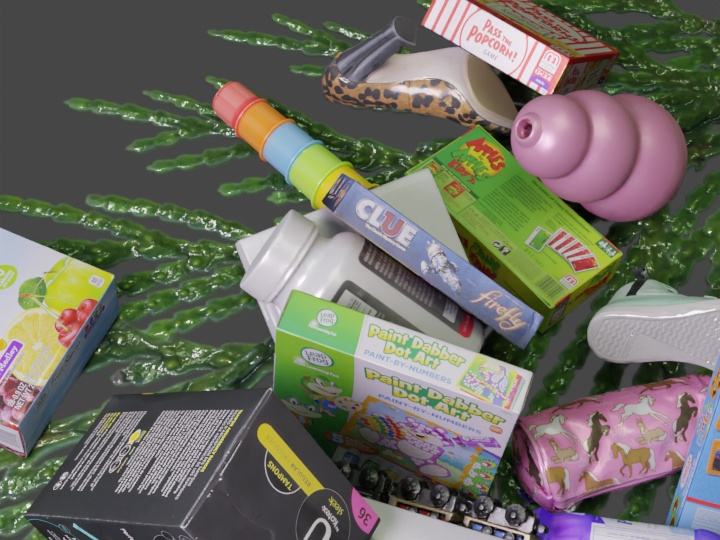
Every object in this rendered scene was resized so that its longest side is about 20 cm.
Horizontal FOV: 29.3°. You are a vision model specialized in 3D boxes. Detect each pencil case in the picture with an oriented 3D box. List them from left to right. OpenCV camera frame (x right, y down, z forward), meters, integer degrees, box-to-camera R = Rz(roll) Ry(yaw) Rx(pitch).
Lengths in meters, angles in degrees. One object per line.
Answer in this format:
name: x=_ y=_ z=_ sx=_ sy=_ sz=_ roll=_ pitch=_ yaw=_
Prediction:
pencil case: x=0.231 y=0.148 z=1.196 sx=0.199 sy=0.087 sz=0.083 roll=-13 pitch=15 yaw=-16

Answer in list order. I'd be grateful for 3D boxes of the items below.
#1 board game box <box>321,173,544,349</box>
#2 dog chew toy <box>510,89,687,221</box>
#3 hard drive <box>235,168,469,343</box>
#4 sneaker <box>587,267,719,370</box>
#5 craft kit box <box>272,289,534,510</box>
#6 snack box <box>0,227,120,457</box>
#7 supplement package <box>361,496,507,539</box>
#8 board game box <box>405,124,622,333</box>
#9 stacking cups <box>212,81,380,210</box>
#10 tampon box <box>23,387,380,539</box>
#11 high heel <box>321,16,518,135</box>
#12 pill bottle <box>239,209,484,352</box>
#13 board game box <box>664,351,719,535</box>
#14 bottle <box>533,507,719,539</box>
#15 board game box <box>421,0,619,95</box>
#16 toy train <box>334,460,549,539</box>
board game box: x=0.060 y=-0.011 z=1.207 sx=0.200 sy=0.135 sz=0.035 roll=36 pitch=92 yaw=-9
dog chew toy: x=0.222 y=-0.116 z=1.318 sx=0.199 sy=0.125 sz=0.125 roll=9 pitch=47 yaw=-42
hard drive: x=0.000 y=0.000 z=1.273 sx=0.199 sy=0.027 sz=0.132 roll=-22 pitch=87 yaw=-20
sneaker: x=0.314 y=0.042 z=1.248 sx=0.199 sy=0.074 sz=0.118 roll=5 pitch=20 yaw=19
craft kit box: x=0.026 y=0.112 z=1.126 sx=0.199 sy=0.198 sz=0.049 roll=19 pitch=55 yaw=7
snack box: x=-0.339 y=0.046 z=1.208 sx=0.199 sy=0.068 sz=0.169 roll=21 pitch=56 yaw=10
supplement package: x=0.074 y=0.271 z=1.072 sx=0.199 sy=0.114 sz=0.110 roll=16 pitch=57 yaw=4
board game box: x=0.144 y=-0.043 z=1.337 sx=0.101 sy=0.048 sz=0.200 roll=-34 pitch=66 yaw=-26
stacking cups: x=-0.069 y=-0.113 z=1.362 sx=0.200 sy=0.061 sz=0.060 roll=38 pitch=60 yaw=24
tampon box: x=-0.118 y=0.183 z=1.034 sx=0.199 sy=0.150 sz=0.126 roll=-6 pitch=41 yaw=45
high heel: x=0.063 y=-0.177 z=1.426 sx=0.200 sy=0.142 sz=0.072 roll=31 pitch=54 yaw=-27
pill bottle: x=-0.001 y=0.037 z=1.192 sx=0.200 sy=0.111 sz=0.111 roll=35 pitch=56 yaw=-7
board game box: x=0.355 y=0.149 z=1.148 sx=0.150 sy=0.201 sz=0.037 roll=14 pitch=16 yaw=-2
bottle: x=0.194 y=0.234 z=1.129 sx=0.199 sy=0.084 sz=0.066 roll=6 pitch=74 yaw=13
board game box: x=0.168 y=-0.236 z=1.410 sx=0.151 sy=0.046 sz=0.200 roll=33 pitch=22 yaw=15
toy train: x=0.058 y=0.198 z=1.131 sx=0.199 sy=0.034 sz=0.046 roll=10 pitch=81 yaw=28
